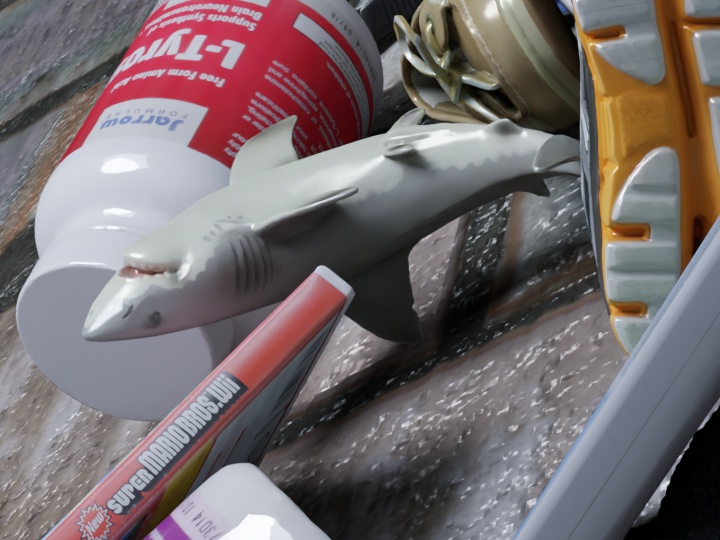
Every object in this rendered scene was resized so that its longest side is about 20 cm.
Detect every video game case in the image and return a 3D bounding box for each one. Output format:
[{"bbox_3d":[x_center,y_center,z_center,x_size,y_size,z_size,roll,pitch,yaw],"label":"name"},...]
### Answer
[{"bbox_3d":[0.081,0.023,0.581,0.200,0.022,0.182,-59,-8,22],"label":"video game case"},{"bbox_3d":[-0.082,0.096,0.752,0.200,0.017,0.143,-46,-10,-41],"label":"video game case"}]

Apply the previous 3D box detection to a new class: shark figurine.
[{"bbox_3d":[0.020,-0.010,0.837,0.214,0.090,0.128,-13,24,23],"label":"shark figurine"}]

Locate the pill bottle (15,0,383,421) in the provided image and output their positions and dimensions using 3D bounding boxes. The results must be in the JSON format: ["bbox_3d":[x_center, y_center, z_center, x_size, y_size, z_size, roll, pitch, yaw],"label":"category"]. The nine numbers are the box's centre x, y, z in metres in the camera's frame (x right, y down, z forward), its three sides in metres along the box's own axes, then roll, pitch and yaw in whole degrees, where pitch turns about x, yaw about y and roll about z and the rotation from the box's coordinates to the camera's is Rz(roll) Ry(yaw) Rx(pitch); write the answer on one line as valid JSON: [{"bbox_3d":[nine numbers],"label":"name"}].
[{"bbox_3d":[-0.068,-0.035,0.977,0.112,0.112,0.200,-23,29,36],"label":"pill bottle"}]

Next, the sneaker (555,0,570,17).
[{"bbox_3d":[0.104,-0.200,1.043,0.077,0.085,0.200,-18,31,42],"label":"sneaker"}]

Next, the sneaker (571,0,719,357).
[{"bbox_3d":[0.097,-0.068,0.703,0.078,0.200,0.077,3,8,0],"label":"sneaker"}]

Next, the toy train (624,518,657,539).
[{"bbox_3d":[0.039,0.139,0.590,0.200,0.034,0.046,-51,-3,-24],"label":"toy train"}]

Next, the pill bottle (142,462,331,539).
[{"bbox_3d":[-0.068,0.158,0.635,0.200,0.112,0.112,-43,23,-7],"label":"pill bottle"}]

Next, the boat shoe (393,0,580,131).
[{"bbox_3d":[0.049,-0.078,0.880,0.063,0.073,0.200,-28,0,3],"label":"boat shoe"}]

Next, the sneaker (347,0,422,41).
[{"bbox_3d":[-0.051,-0.112,1.160,0.200,0.076,0.115,-37,13,-12],"label":"sneaker"}]

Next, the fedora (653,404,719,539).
[{"bbox_3d":[0.122,0.075,0.515,0.201,0.092,0.201,-34,24,17],"label":"fedora"}]

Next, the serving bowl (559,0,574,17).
[{"bbox_3d":[0.161,-0.139,0.827,0.200,0.066,0.200,-14,55,20],"label":"serving bowl"}]
